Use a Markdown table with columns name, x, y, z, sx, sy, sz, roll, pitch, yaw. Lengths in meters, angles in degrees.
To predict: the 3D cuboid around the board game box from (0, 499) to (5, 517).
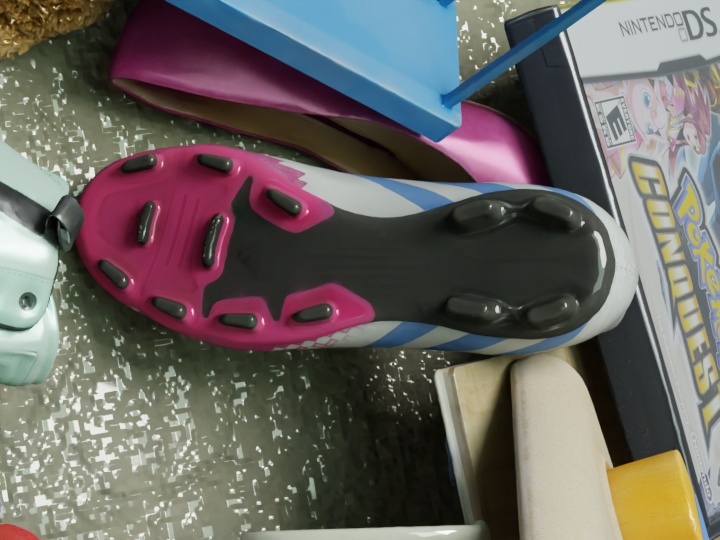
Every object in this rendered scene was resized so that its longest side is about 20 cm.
| name | x | y | z | sx | sy | sz | roll | pitch | yaw |
| --- | --- | --- | --- | --- | --- | --- | --- | --- | --- |
| board game box | -0.197 | 0.051 | 0.692 | 0.097 | 0.200 | 0.159 | 35 | 70 | 22 |

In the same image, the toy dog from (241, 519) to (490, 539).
| name | x | y | z | sx | sy | sz | roll | pitch | yaw |
| --- | --- | --- | --- | --- | --- | --- | --- | --- | --- |
| toy dog | -0.033 | 0.187 | 0.886 | 0.193 | 0.139 | 0.201 | -2 | 83 | -22 |

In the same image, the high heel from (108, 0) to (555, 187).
| name | x | y | z | sx | sy | sz | roll | pitch | yaw |
| --- | --- | --- | --- | --- | --- | --- | --- | --- | --- |
| high heel | -0.001 | -0.035 | 0.986 | 0.200 | 0.067 | 0.096 | 42 | 59 | -4 |

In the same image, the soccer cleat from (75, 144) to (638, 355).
| name | x | y | z | sx | sy | sz | roll | pitch | yaw |
| --- | --- | --- | --- | --- | --- | --- | --- | --- | --- |
| soccer cleat | 0.000 | 0.000 | 0.949 | 0.086 | 0.199 | 0.070 | 29 | 69 | -72 |

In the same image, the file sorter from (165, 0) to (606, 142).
| name | x | y | z | sx | sy | sz | roll | pitch | yaw |
| --- | --- | --- | --- | --- | --- | --- | --- | --- | --- |
| file sorter | 0.012 | -0.177 | 0.939 | 0.138 | 0.123 | 0.201 | 25 | 49 | -33 |

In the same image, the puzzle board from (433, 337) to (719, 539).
| name | x | y | z | sx | sy | sz | roll | pitch | yaw |
| --- | --- | --- | --- | --- | --- | --- | --- | --- | --- |
| puzzle board | 0.088 | 0.099 | 0.993 | 0.200 | 0.017 | 0.151 | -10 | 88 | -60 |

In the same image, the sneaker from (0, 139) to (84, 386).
| name | x | y | z | sx | sy | sz | roll | pitch | yaw |
| --- | --- | --- | --- | --- | --- | --- | --- | --- | --- |
| sneaker | -0.159 | 0.031 | 0.870 | 0.118 | 0.074 | 0.201 | 27 | 66 | -17 |

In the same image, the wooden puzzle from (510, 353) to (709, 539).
| name | x | y | z | sx | sy | sz | roll | pitch | yaw |
| --- | --- | --- | --- | --- | --- | --- | --- | --- | --- |
| wooden puzzle | 0.108 | 0.139 | 0.890 | 0.046 | 0.185 | 0.201 | -21 | 108 | 10 |

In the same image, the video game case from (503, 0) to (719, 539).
| name | x | y | z | sx | sy | sz | roll | pitch | yaw |
| --- | --- | --- | --- | --- | --- | --- | --- | --- | --- |
| video game case | 0.134 | -0.010 | 1.040 | 0.181 | 0.025 | 0.201 | -16 | 89 | -58 |

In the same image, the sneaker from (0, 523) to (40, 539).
| name | x | y | z | sx | sy | sz | roll | pitch | yaw |
| --- | --- | --- | --- | --- | --- | --- | --- | --- | --- |
| sneaker | -0.144 | 0.152 | 0.801 | 0.077 | 0.085 | 0.200 | 17 | 57 | 20 |

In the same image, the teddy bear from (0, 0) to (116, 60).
| name | x | y | z | sx | sy | sz | roll | pitch | yaw |
| --- | --- | --- | --- | --- | --- | --- | --- | --- | --- |
| teddy bear | -0.140 | -0.174 | 0.926 | 0.144 | 0.067 | 0.201 | -13 | 88 | -29 |
